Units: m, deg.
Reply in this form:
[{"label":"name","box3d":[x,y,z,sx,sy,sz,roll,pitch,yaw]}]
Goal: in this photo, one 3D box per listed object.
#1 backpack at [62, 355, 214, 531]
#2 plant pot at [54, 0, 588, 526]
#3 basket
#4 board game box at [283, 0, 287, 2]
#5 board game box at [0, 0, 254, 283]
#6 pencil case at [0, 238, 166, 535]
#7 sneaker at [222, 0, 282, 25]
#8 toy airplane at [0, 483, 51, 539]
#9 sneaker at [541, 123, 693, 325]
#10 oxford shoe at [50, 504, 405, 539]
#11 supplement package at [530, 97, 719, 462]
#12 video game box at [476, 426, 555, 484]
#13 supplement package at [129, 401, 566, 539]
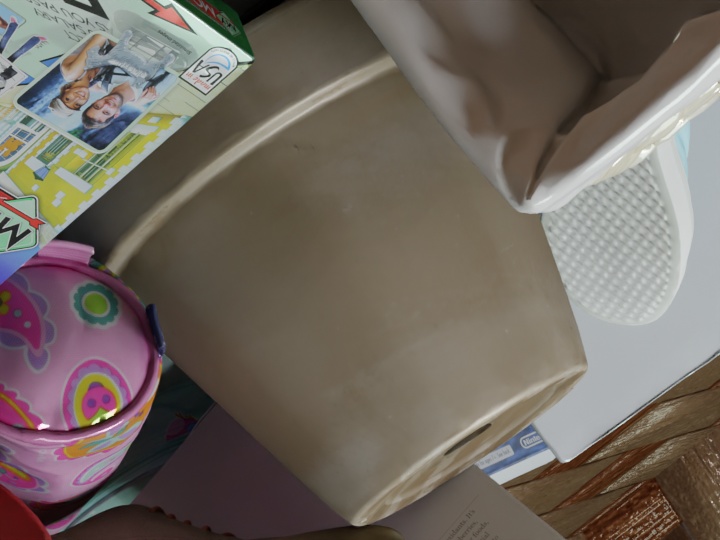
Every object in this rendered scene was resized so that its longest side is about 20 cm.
[{"label":"backpack","box3d":[-0.110,0.048,1.197,0.175,0.154,0.200,-10,145,-46]},{"label":"plant pot","box3d":[0.000,0.000,1.004,0.200,0.174,0.200,-33,169,-7]},{"label":"basket","box3d":[0.070,-0.139,0.910,0.135,0.200,0.123,-39,170,22]},{"label":"board game box","box3d":[0.029,-0.124,1.103,0.200,0.037,0.151,-37,150,14]},{"label":"board game box","box3d":[-0.147,-0.079,0.784,0.134,0.029,0.200,-40,136,17]},{"label":"pencil case","box3d":[-0.135,0.054,1.011,0.087,0.088,0.200,-28,170,-21]},{"label":"sneaker","box3d":[-0.068,-0.124,0.918,0.115,0.075,0.200,-35,176,-14]},{"label":"toy airplane","box3d":[-0.238,0.098,0.968,0.200,0.199,0.142,-33,-146,40]},{"label":"sneaker","box3d":[0.128,-0.065,1.134,0.082,0.074,0.201,-56,152,-40]},{"label":"oxford shoe","box3d":[-0.074,0.124,1.025,0.199,0.074,0.071,-9,141,1]},{"label":"supplement package","box3d":[0.129,-0.039,1.285,0.191,0.147,0.200,-37,-167,9]},{"label":"video game box","box3d":[0.010,0.049,1.374,0.200,0.183,0.047,-20,162,-43]},{"label":"supplement package","box3d":[0.017,0.138,1.101,0.121,0.200,0.120,-49,149,-4]}]
